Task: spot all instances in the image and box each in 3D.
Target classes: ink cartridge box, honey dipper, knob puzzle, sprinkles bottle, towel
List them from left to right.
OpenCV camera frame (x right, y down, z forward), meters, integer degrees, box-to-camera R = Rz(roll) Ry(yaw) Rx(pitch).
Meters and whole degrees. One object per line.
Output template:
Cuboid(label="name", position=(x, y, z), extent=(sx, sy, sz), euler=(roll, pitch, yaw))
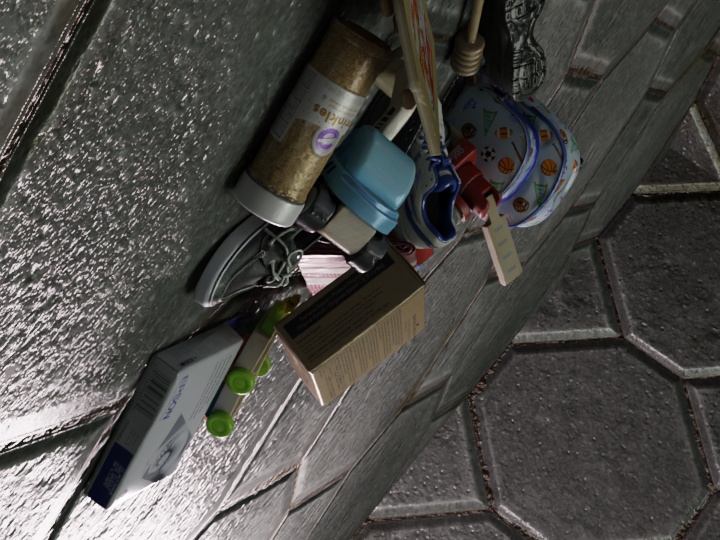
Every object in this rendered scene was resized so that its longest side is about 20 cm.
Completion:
Cuboid(label="ink cartridge box", position=(-0.205, 0.156, 1.610), extent=(0.200, 0.041, 0.200), euler=(-61, 166, 23))
Cuboid(label="sprinkles bottle", position=(-0.047, -0.141, 1.373), extent=(0.201, 0.068, 0.068), euler=(-59, 166, 15))
Cuboid(label="ink cartridge box", position=(-0.008, 0.065, 1.666), extent=(0.165, 0.075, 0.200), euler=(-38, 165, -8))
Cuboid(label="towel", position=(0.000, 0.000, 1.756), extent=(0.200, 0.143, 0.023), euler=(75, 17, -73))
Cuboid(label="knob puzzle", position=(0.038, -0.234, 1.333), extent=(0.220, 0.030, 0.221), euler=(-9, 90, -80))
Cuboid(label="honey dipper", position=(0.137, -0.304, 1.678), extent=(0.038, 0.038, 0.200), euler=(-47, 163, -28))

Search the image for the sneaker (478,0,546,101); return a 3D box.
Cuboid(label="sneaker", position=(0.171, -0.303, 1.730), extent=(0.076, 0.091, 0.201), euler=(-27, 132, -31))

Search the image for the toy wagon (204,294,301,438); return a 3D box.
Cuboid(label="toy wagon", position=(-0.126, 0.102, 1.702), extent=(0.201, 0.039, 0.155), euler=(-63, 179, 30))

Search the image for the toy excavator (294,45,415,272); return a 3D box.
Cuboid(label="toy excavator", position=(0.016, -0.125, 1.486), extent=(0.200, 0.100, 0.195), euler=(-46, -153, 10))

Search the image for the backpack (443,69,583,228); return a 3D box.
Cuboid(label="backpack", position=(0.187, -0.152, 1.890), extent=(0.200, 0.190, 0.154), euler=(-59, 166, 21))

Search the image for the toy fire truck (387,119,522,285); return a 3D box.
Cuboid(label="toy fire truck", position=(0.103, -0.058, 1.776), extent=(0.176, 0.200, 0.129), euler=(-42, 164, -14))

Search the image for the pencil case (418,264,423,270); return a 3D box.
Cuboid(label="pencil case", position=(0.008, 0.028, 1.941), extent=(0.200, 0.087, 0.078), euler=(-49, 141, -27))

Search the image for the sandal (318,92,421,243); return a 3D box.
Cuboid(label="sandal", position=(0.011, -0.116, 1.637), extent=(0.201, 0.075, 0.048), euler=(-56, -176, 6))

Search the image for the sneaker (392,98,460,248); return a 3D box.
Cuboid(label="sneaker", position=(0.084, -0.124, 1.660), extent=(0.075, 0.088, 0.201), euler=(-11, 103, -33))

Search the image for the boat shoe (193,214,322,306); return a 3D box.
Cuboid(label="boat shoe", position=(-0.094, -0.018, 1.509), extent=(0.199, 0.068, 0.074), euler=(-43, 162, -42))
